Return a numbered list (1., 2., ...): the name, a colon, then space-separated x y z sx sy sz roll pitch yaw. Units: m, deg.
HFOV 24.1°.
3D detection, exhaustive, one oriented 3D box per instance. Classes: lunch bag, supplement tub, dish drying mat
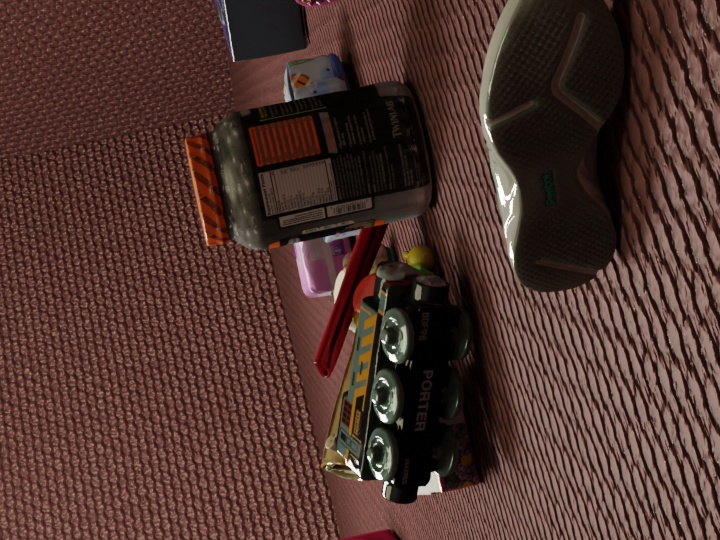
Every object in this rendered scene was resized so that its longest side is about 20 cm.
1. lunch bag: -0.033 -0.138 1.860 0.160 0.075 0.201 95 161 -78
2. supplement tub: -0.046 -0.088 1.461 0.123 0.199 0.123 168 90 -85
3. dish drying mat: 0.000 0.000 1.559 0.077 0.018 0.201 75 -146 -77

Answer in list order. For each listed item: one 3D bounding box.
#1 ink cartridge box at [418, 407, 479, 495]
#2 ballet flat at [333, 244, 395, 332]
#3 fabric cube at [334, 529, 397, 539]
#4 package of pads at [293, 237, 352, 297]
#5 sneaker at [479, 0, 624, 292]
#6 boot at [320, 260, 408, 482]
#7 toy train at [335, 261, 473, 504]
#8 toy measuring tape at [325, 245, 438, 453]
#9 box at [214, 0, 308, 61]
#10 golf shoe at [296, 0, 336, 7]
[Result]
1. ink cartridge box: 0.072 0.149 1.551 0.200 0.050 0.109 126 133 -81
2. ballet flat: 0.003 0.030 1.866 0.200 0.067 0.068 88 169 -59
3. fabric cube: -0.019 0.493 2.376 0.199 0.195 0.201 172 85 -84
4. package of pads: -0.057 -0.065 2.205 0.121 0.075 0.201 147 111 -82
5. sneaker: 0.089 -0.079 0.852 0.201 0.070 0.080 84 174 -49
6. boot: 0.003 0.102 1.617 0.175 0.066 0.201 113 171 -76
7. toy train: 0.033 0.092 1.417 0.114 0.085 0.201 33 121 56
8. toy measuring tape: 0.011 0.067 1.514 0.201 0.073 0.074 -64 5 -3
9. box: -0.144 -0.393 2.234 0.200 0.104 0.148 -109 10 -54
10. golf shoe: -0.058 -0.361 1.661 0.092 0.075 0.201 -104 7 -49
